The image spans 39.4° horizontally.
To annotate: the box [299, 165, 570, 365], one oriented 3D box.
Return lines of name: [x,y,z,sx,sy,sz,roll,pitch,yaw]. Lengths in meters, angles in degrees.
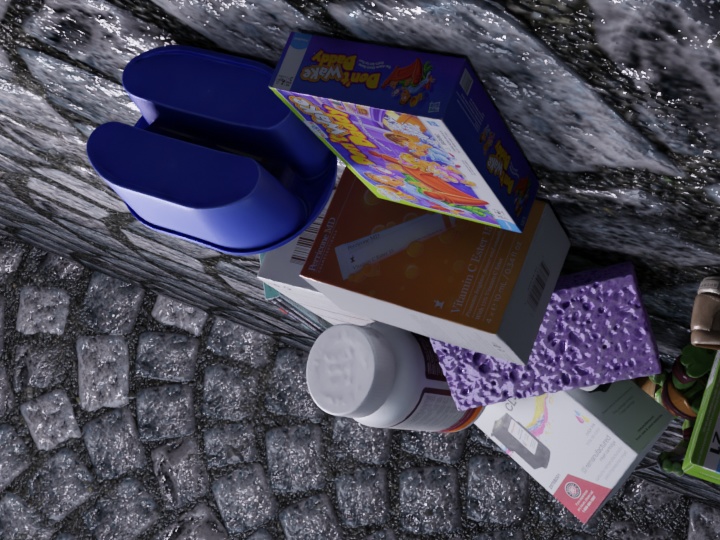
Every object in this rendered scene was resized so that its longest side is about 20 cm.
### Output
box: [0.068,-0.010,0.907,0.200,0.125,0.097,15,167,29]

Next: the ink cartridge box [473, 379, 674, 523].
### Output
ink cartridge box: [0.221,0.157,1.123,0.200,0.083,0.146,41,138,22]

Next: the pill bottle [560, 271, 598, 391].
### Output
pill bottle: [0.158,0.043,1.024,0.200,0.117,0.116,23,170,-4]

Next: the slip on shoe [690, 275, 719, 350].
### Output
slip on shoe: [0.376,0.068,0.862,0.200,0.061,0.076,23,170,-10]

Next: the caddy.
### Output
caddy: [-0.117,-0.094,0.810,0.200,0.142,0.105,18,164,23]

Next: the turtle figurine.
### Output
turtle figurine: [0.336,0.154,1.128,0.200,0.144,0.194,6,162,-5]

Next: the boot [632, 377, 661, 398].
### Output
boot: [0.298,0.129,1.315,0.201,0.071,0.144,20,170,-17]

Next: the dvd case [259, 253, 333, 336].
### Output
dvd case: [-0.078,-0.006,1.217,0.022,0.146,0.200,-15,158,13]

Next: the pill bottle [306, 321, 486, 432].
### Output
pill bottle: [0.042,0.112,1.056,0.109,0.110,0.200,13,179,41]

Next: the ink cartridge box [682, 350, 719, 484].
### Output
ink cartridge box: [0.425,0.150,0.946,0.200,0.148,0.076,18,168,16]

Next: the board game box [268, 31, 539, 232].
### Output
board game box: [0.040,-0.097,0.737,0.134,0.045,0.200,16,169,28]

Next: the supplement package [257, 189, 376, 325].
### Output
supplement package: [0.000,0.000,1.122,0.117,0.117,0.200,12,167,33]

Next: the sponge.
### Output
sponge: [0.171,0.065,0.949,0.200,0.030,0.112,-13,116,18]
